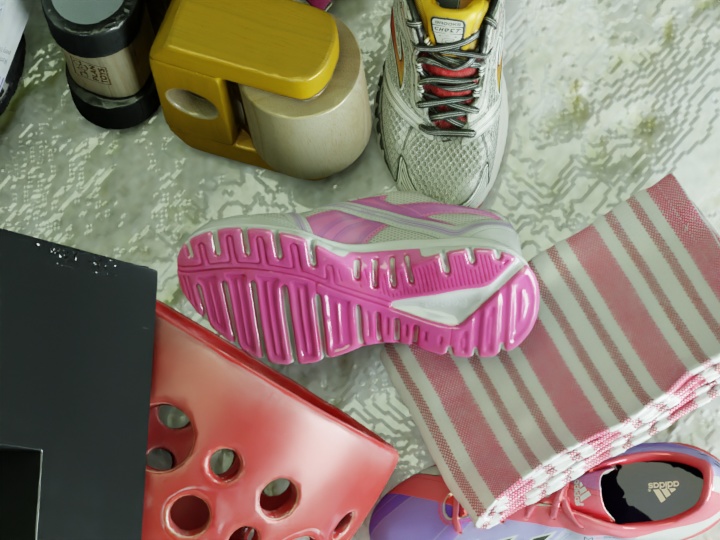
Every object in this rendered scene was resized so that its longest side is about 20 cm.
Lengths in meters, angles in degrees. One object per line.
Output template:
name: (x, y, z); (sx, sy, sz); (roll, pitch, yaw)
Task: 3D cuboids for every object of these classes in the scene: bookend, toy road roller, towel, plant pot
bookend: (-0.186, 0.084, 1.298); (0.092, 0.199, 0.200); (0, 83, 25)
toy road roller: (-0.077, -0.152, 1.569); (0.200, 0.123, 0.146); (19, 69, 12)
towel: (0.117, 0.040, 1.510); (0.200, 0.030, 0.146); (-31, 44, 0)
plant pot: (-0.109, 0.120, 1.472); (0.200, 0.200, 0.183); (33, 90, 13)

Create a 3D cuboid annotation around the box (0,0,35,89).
box: (-0.282, -0.184, 1.531); (0.200, 0.097, 0.177); (20, 92, 17)

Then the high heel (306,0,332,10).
high heel: (0.044, -0.225, 1.598); (0.200, 0.067, 0.096); (-20, 86, -2)

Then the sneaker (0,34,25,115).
sneaker: (-0.283, -0.091, 1.606); (0.200, 0.074, 0.081); (-36, 72, -3)

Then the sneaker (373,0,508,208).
sneaker: (0.044, -0.125, 1.548); (0.078, 0.082, 0.200); (0, 99, 4)

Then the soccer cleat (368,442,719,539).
soccer cleat: (0.101, 0.125, 1.502); (0.200, 0.076, 0.067); (-5, 77, 6)

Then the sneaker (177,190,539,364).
sneaker: (0.000, 0.000, 1.529); (0.200, 0.088, 0.081); (5, 116, 4)
